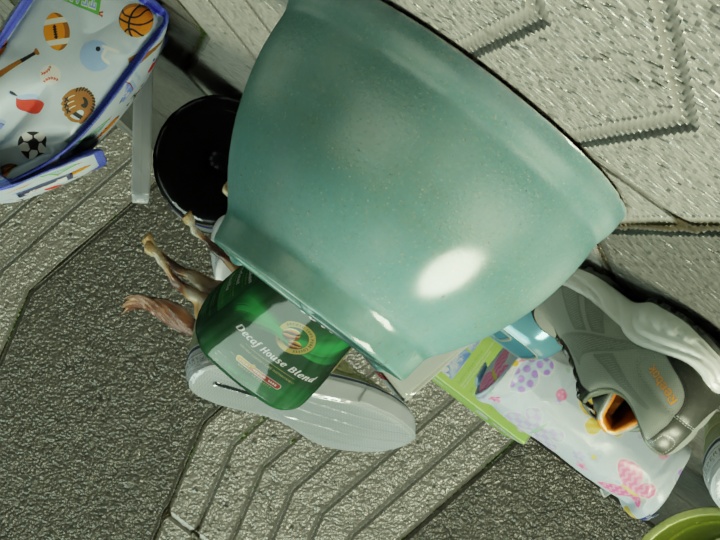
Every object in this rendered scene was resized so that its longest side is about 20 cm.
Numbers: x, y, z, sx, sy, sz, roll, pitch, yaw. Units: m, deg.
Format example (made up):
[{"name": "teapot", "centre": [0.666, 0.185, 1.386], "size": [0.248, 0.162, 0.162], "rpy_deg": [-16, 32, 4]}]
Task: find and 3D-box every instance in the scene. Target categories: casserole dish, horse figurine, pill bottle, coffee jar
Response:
[{"name": "casserole dish", "centre": [0.114, 0.031, 1.518], "size": [0.121, 0.039, 0.200], "rpy_deg": [37, 176, 1]}, {"name": "horse figurine", "centre": [-0.106, 0.012, 1.468], "size": [0.133, 0.050, 0.200], "rpy_deg": [49, 140, -11]}, {"name": "pill bottle", "centre": [-0.126, -0.090, 1.667], "size": [0.112, 0.112, 0.200], "rpy_deg": [36, 177, -2]}, {"name": "coffee jar", "centre": [-0.021, 0.004, 1.303], "size": [0.104, 0.200, 0.085], "rpy_deg": [38, -145, -11]}]

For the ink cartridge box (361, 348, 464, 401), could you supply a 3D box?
[{"name": "ink cartridge box", "centre": [0.000, 0.000, 1.497], "size": [0.200, 0.083, 0.146], "rpy_deg": [51, 176, -1]}]

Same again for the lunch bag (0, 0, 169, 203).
[{"name": "lunch bag", "centre": [-0.238, -0.136, 1.449], "size": [0.124, 0.200, 0.170], "rpy_deg": [37, 176, -5]}]

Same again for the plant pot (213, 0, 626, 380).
[{"name": "plant pot", "centre": [0.011, -0.032, 0.924], "size": [0.200, 0.134, 0.200], "rpy_deg": [37, 177, 3]}]

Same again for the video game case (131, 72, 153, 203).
[{"name": "video game case", "centre": [-0.192, -0.133, 1.641], "size": [0.018, 0.144, 0.200], "rpy_deg": [2, 180, -7]}]

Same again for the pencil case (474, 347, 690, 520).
[{"name": "pencil case", "centre": [0.199, 0.136, 1.674], "size": [0.200, 0.083, 0.091], "rpy_deg": [38, 154, -6]}]

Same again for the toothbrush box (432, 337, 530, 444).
[{"name": "toothbrush box", "centre": [0.099, 0.077, 1.866], "size": [0.200, 0.086, 0.146], "rpy_deg": [36, 177, -2]}]

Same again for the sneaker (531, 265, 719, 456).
[{"name": "sneaker", "centre": [0.149, 0.051, 1.120], "size": [0.074, 0.080, 0.200], "rpy_deg": [36, 178, -24]}]

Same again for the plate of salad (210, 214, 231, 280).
[{"name": "plate of salad", "centre": [-0.065, 0.042, 1.552], "size": [0.200, 0.048, 0.201], "rpy_deg": [48, 152, 35]}]

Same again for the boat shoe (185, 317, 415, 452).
[{"name": "boat shoe", "centre": [-0.041, 0.082, 1.422], "size": [0.199, 0.062, 0.072], "rpy_deg": [23, 139, -30]}]

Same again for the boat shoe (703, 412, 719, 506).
[{"name": "boat shoe", "centre": [0.290, 0.150, 1.142], "size": [0.200, 0.072, 0.062], "rpy_deg": [38, -153, -18]}]

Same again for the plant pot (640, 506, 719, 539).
[{"name": "plant pot", "centre": [0.381, 0.336, 1.927], "size": [0.200, 0.201, 0.190], "rpy_deg": [35, -171, 17]}]
